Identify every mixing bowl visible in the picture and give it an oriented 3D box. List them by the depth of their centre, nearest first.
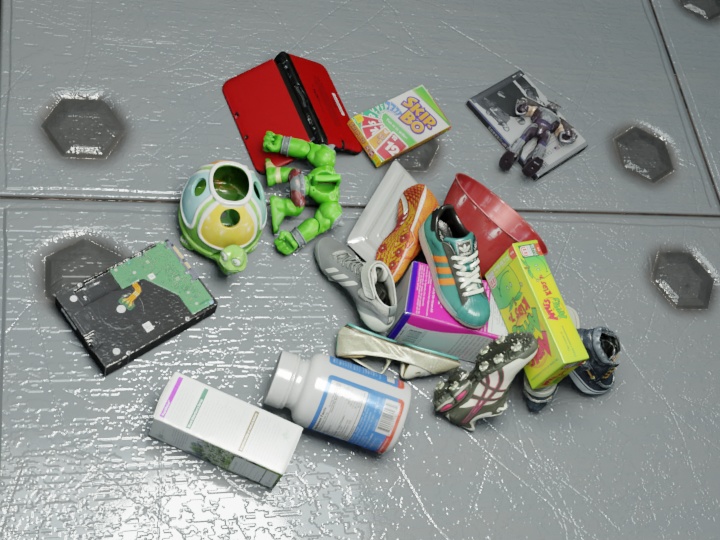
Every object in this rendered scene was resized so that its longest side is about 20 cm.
[{"bbox_3d":[0.200,-0.057,1.669,0.200,0.108,0.200,37,18,-14],"label":"mixing bowl"}]

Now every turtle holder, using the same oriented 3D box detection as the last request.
[{"bbox_3d":[-0.217,-0.087,1.563,0.141,0.132,0.186,24,57,-4],"label":"turtle holder"}]

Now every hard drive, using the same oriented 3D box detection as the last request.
[{"bbox_3d":[-0.333,0.051,1.506,0.200,0.038,0.140,-32,75,-29],"label":"hard drive"}]

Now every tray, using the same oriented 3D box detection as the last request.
[{"bbox_3d":[0.059,-0.087,1.693,0.107,0.022,0.200,44,55,-20],"label":"tray"}]

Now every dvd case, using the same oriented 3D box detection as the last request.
[{"bbox_3d":[0.315,-0.276,1.901,0.150,0.025,0.200,-32,76,-29],"label":"dvd case"}]

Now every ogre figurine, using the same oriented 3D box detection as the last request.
[{"bbox_3d":[-0.091,-0.131,1.641,0.120,0.098,0.200,-6,58,-4],"label":"ogre figurine"}]

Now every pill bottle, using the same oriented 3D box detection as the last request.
[{"bbox_3d":[-0.035,0.188,1.481,0.200,0.112,0.112,21,58,-6],"label":"pill bottle"}]

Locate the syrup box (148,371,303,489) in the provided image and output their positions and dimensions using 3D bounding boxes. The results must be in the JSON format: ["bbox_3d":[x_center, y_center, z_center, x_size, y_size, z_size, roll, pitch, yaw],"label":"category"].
[{"bbox_3d":[-0.193,0.227,1.427,0.200,0.079,0.082,25,58,-3],"label":"syrup box"}]

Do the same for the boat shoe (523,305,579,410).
[{"bbox_3d":[0.310,0.141,1.643,0.075,0.062,0.200,13,49,10],"label":"boat shoe"}]

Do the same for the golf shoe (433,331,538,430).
[{"bbox_3d":[0.203,0.166,1.532,0.088,0.200,0.077,43,30,-13],"label":"golf shoe"}]

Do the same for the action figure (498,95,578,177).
[{"bbox_3d":[0.328,-0.253,1.839,0.130,0.069,0.200,26,53,9],"label":"action figure"}]

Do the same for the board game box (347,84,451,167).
[{"bbox_3d":[0.077,-0.264,1.803,0.200,0.030,0.096,-31,84,-36],"label":"board game box"}]

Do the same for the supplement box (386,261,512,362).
[{"bbox_3d":[0.156,0.074,1.610,0.199,0.101,0.104,17,58,-9],"label":"supplement box"}]

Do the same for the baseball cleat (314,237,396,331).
[{"bbox_3d":[0.000,0.000,1.583,0.070,0.107,0.200,-22,59,-33],"label":"baseball cleat"}]

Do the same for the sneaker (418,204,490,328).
[{"bbox_3d":[0.150,-0.010,1.546,0.071,0.080,0.200,-13,66,-25],"label":"sneaker"}]

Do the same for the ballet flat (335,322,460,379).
[{"bbox_3d":[0.056,0.138,1.578,0.199,0.067,0.063,17,86,-4],"label":"ballet flat"}]

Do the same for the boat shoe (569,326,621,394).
[{"bbox_3d":[0.379,0.146,1.593,0.200,0.091,0.071,35,59,-45],"label":"boat shoe"}]

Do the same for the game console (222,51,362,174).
[{"bbox_3d":[-0.117,-0.267,1.763,0.172,0.119,0.200,4,56,-52],"label":"game console"}]

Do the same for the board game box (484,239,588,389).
[{"bbox_3d":[0.264,0.067,1.528,0.047,0.102,0.200,-9,65,-26],"label":"board game box"}]

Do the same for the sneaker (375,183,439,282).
[{"bbox_3d":[0.085,-0.051,1.644,0.077,0.073,0.200,46,56,-31],"label":"sneaker"}]
